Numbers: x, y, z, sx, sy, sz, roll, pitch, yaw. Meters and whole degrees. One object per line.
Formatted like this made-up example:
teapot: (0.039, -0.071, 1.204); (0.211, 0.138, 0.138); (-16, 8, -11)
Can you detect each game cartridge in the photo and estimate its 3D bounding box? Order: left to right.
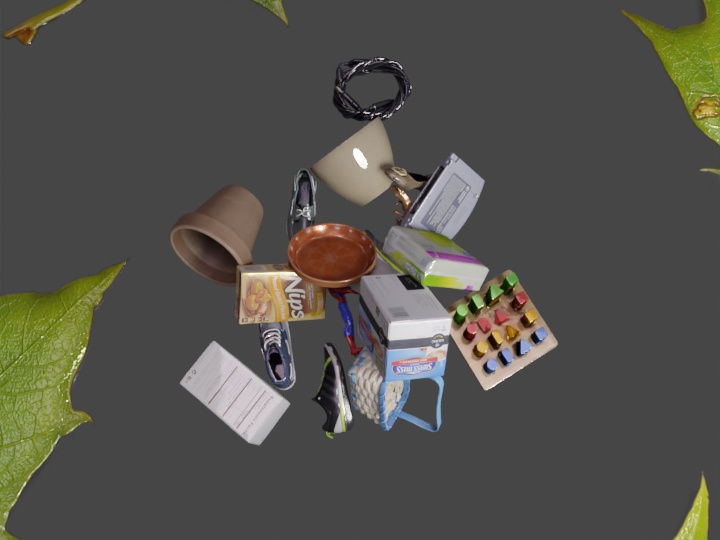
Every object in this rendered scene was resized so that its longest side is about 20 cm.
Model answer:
game cartridge: (0.192, -0.149, 1.601); (0.202, 0.132, 0.041); (-55, 37, 3)

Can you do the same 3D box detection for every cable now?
cable: (0.029, -0.447, 1.741); (0.195, 0.051, 0.167); (6, 74, 4)

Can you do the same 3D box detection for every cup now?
cup: (0.001, -0.236, 1.624); (0.199, 0.200, 0.145); (-36, 99, -8)

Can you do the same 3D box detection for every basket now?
basket: (0.078, 0.247, 1.465); (0.197, 0.179, 0.139); (22, 47, 23)

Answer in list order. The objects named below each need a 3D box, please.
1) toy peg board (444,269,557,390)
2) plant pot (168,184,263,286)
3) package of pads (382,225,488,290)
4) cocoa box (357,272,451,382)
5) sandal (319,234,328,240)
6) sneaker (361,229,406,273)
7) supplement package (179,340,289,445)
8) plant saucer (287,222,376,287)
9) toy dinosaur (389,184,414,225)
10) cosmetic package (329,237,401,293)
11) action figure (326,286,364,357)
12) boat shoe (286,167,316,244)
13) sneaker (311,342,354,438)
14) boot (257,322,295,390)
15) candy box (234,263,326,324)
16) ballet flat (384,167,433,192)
toy peg board: (0.304, 0.120, 1.538); (0.197, 0.098, 0.201); (-30, 74, -6)
plant pot: (-0.307, -0.093, 1.600); (0.197, 0.202, 0.176); (23, 57, 9)
package of pads: (0.159, -0.027, 1.508); (0.154, 0.197, 0.069); (42, 114, 40)
cocoa box: (0.081, 0.109, 1.406); (0.130, 0.201, 0.134); (-3, 116, -17)
sandal: (-0.133, -0.002, 1.610); (0.200, 0.075, 0.048); (-44, 93, -9)
sneaker: (0.074, -0.021, 1.613); (0.080, 0.074, 0.200); (-36, 76, -25)
supplement package: (-0.267, 0.265, 1.512); (0.199, 0.117, 0.118); (37, 78, 12)
plant saucer: (-0.062, -0.031, 1.533); (0.195, 0.033, 0.202); (3, 40, -2)
toy dinosaur: (0.138, -0.122, 1.627); (0.198, 0.106, 0.061); (29, 38, -27)
cosmetic package: (0.000, 0.000, 1.568); (0.199, 0.051, 0.082); (35, 47, 29)
action figure: (-0.012, 0.079, 1.583); (0.097, 0.065, 0.203); (-24, 75, 2)
boat shoe: (-0.139, -0.143, 1.654); (0.071, 0.062, 0.205); (4, 74, 4)
sneaker: (-0.070, 0.259, 1.529); (0.081, 0.072, 0.204); (-12, 73, 0)
boot: (-0.188, 0.159, 1.553); (0.071, 0.091, 0.204); (-18, 74, -3)
candy box: (-0.173, 0.049, 1.541); (0.195, 0.055, 0.118); (-2, 110, -21)
ballet flat: (0.121, -0.209, 1.597); (0.067, 0.198, 0.047); (47, 111, 29)
